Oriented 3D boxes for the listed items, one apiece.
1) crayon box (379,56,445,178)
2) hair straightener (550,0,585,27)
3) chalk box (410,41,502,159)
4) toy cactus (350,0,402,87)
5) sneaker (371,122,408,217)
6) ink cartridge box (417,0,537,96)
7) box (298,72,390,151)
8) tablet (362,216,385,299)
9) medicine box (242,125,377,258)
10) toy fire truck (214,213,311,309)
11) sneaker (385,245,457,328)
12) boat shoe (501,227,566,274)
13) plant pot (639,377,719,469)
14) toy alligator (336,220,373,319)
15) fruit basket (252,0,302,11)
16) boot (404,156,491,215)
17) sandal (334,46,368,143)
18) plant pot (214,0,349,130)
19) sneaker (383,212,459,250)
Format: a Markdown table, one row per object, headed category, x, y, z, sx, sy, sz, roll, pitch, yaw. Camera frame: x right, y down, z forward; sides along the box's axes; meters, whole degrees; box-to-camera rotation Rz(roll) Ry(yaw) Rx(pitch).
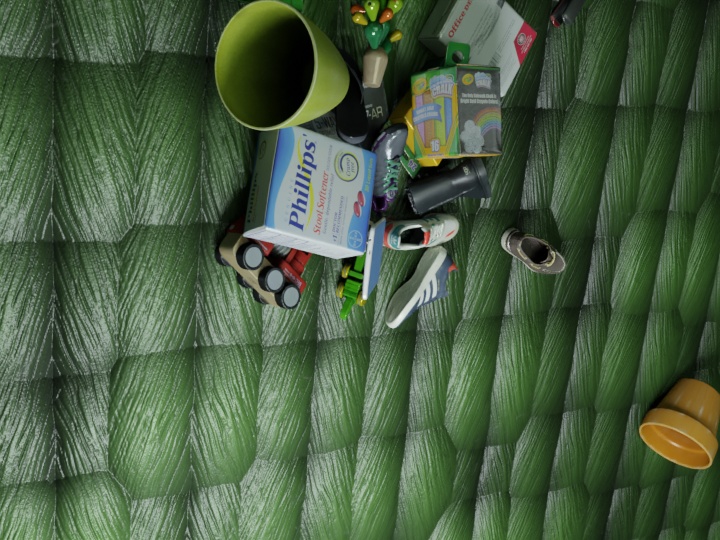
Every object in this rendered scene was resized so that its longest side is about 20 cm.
| category | x | y | z | sx | sy | sz | roll | pitch | yaw |
| --- | --- | --- | --- | --- | --- | --- | --- | --- | --- |
| crayon box | 0.134 | -0.295 | 1.469 | 0.126 | 0.051 | 0.202 | 48 | 64 | -32 |
| hair straightener | 0.483 | -0.592 | 1.588 | 0.201 | 0.077 | 0.041 | -50 | 120 | -7 |
| chalk box | 0.175 | -0.310 | 1.390 | 0.123 | 0.123 | 0.205 | -7 | 97 | -38 |
| toy cactus | 0.023 | -0.411 | 1.334 | 0.100 | 0.200 | 0.169 | 9 | 90 | 0 |
| sneaker | 0.056 | -0.184 | 1.408 | 0.073 | 0.089 | 0.201 | -19 | 158 | -27 |
| ink cartridge box | 0.229 | -0.458 | 1.482 | 0.198 | 0.083 | 0.147 | 31 | 89 | -32 |
| box | -0.040 | -0.268 | 1.413 | 0.197 | 0.043 | 0.163 | -21 | 115 | -22 |
| tablet | 0.025 | -0.027 | 1.408 | 0.013 | 0.200 | 0.133 | 8 | 99 | 6 |
| medicine box | -0.086 | -0.133 | 1.313 | 0.197 | 0.102 | 0.186 | 13 | 80 | -31 |
| toy fire truck | -0.138 | -0.052 | 1.395 | 0.176 | 0.127 | 0.202 | 49 | 62 | -35 |
| sneaker | 0.134 | 0.050 | 1.594 | 0.084 | 0.075 | 0.201 | 41 | 84 | -28 |
| boat shoe | 0.406 | -0.037 | 1.730 | 0.198 | 0.059 | 0.073 | 26 | 91 | -33 |
| plant pot | 0.896 | 0.406 | 2.083 | 0.184 | 0.198 | 0.201 | -53 | 124 | -22 |
| toy alligator | 0.000 | 0.000 | 1.519 | 0.054 | 0.058 | 0.204 | -1 | 108 | -73 |
| fruit basket | -0.102 | -0.497 | 1.213 | 0.212 | 0.215 | 0.159 | -13 | 111 | -25 |
| boot | 0.178 | -0.167 | 1.544 | 0.165 | 0.200 | 0.078 | -21 | 81 | 10 |
| sandal | -0.023 | -0.318 | 1.335 | 0.075 | 0.203 | 0.043 | -9 | 155 | -16 |
| plant pot | -0.100 | -0.315 | 1.219 | 0.199 | 0.184 | 0.191 | -12 | 116 | -63 |
| sneaker | 0.131 | -0.072 | 1.542 | 0.196 | 0.093 | 0.072 | -6 | 109 | -28 |
